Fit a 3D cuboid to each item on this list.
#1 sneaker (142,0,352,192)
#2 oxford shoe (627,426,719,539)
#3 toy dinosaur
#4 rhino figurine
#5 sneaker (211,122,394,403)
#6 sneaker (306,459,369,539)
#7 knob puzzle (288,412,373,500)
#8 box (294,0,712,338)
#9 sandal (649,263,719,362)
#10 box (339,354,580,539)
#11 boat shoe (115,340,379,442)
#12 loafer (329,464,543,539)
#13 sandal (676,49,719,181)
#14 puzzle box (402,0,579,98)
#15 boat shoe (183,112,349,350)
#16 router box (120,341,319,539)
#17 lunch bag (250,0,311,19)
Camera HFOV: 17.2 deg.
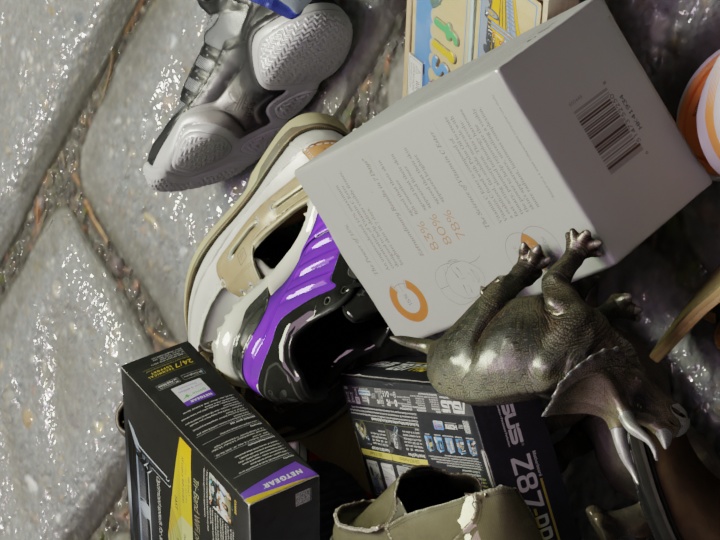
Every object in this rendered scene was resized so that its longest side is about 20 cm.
[{"bbox_3d":[-0.090,-0.145,1.604,0.200,0.075,0.114,-43,61,34],"label":"sneaker"},{"bbox_3d":[0.206,0.141,1.255,0.084,0.073,0.200,-31,103,16],"label":"oxford shoe"},{"bbox_3d":[0.081,0.037,1.243,0.200,0.102,0.077,6,136,35],"label":"toy dinosaur"},{"bbox_3d":[0.140,0.081,1.353,0.200,0.087,0.060,61,171,28],"label":"rhino figurine"},{"bbox_3d":[0.000,0.000,1.464,0.099,0.070,0.200,24,80,50],"label":"sneaker"},{"bbox_3d":[-0.013,0.222,1.514,0.082,0.070,0.200,-54,48,51],"label":"sneaker"},{"bbox_3d":[-0.037,0.146,1.587,0.219,0.030,0.220,-1,88,35],"label":"knob puzzle"},{"bbox_3d":[0.077,-0.052,1.341,0.200,0.097,0.125,-23,101,52],"label":"box"},{"bbox_3d":[0.225,0.008,1.255,0.070,0.078,0.212,37,142,5],"label":"sandal"},{"bbox_3d":[0.061,0.133,1.395,0.200,0.049,0.162,-4,101,69],"label":"box"},{"bbox_3d":[-0.076,0.079,1.549,0.200,0.073,0.075,-29,65,28],"label":"boat shoe"},{"bbox_3d":[0.044,0.138,1.299,0.200,0.075,0.070,-1,95,62],"label":"loafer"},{"bbox_3d":[0.233,-0.094,1.247,0.206,0.059,0.079,-9,85,49],"label":"sandal"},{"bbox_3d":[0.075,-0.146,1.396,0.133,0.025,0.200,42,144,39],"label":"puzzle box"},{"bbox_3d":[-0.060,-0.006,1.565,0.200,0.075,0.068,-64,29,28],"label":"boat shoe"},{"bbox_3d":[-0.087,0.169,1.489,0.157,0.052,0.200,42,143,42],"label":"router box"},{"bbox_3d":[-0.028,-0.282,1.457,0.170,0.124,0.200,138,150,-59],"label":"lunch bag"}]
